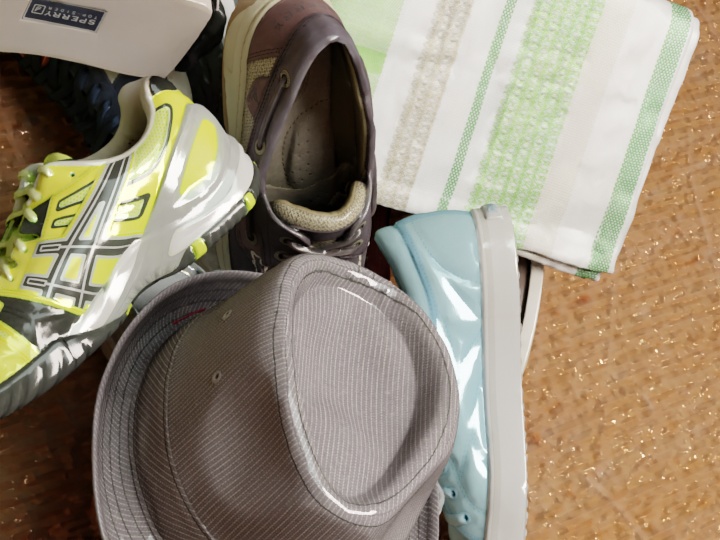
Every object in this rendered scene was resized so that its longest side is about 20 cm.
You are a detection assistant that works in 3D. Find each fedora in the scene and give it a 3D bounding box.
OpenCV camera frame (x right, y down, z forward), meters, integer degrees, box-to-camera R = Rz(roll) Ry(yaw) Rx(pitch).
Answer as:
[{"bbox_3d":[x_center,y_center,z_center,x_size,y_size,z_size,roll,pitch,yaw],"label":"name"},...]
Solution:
[{"bbox_3d":[-0.020,0.070,1.011,0.177,0.090,0.200,31,44,-17],"label":"fedora"}]

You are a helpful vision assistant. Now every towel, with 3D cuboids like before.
[{"bbox_3d":[0.061,-0.092,1.180,0.199,0.031,0.150,18,94,-22],"label":"towel"}]

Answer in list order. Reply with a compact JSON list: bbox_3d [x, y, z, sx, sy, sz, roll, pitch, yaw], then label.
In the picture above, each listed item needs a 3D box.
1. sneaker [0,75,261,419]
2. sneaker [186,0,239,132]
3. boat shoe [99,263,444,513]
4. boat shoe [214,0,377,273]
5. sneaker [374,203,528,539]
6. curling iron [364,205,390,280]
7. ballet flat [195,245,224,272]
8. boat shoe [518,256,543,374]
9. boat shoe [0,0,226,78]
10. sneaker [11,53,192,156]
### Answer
[{"bbox_3d":[-0.135,-0.005,1.034,0.200,0.075,0.077,-45,110,-25],"label":"sneaker"},{"bbox_3d":[-0.070,-0.146,1.195,0.084,0.075,0.201,7,49,-33],"label":"sneaker"},{"bbox_3d":[-0.046,0.055,1.110,0.202,0.065,0.074,47,42,-5],"label":"boat shoe"},{"bbox_3d":[-0.026,-0.036,1.107,0.072,0.201,0.065,-12,32,-20],"label":"boat shoe"},{"bbox_3d":[0.038,0.069,1.163,0.082,0.074,0.201,-2,88,-2],"label":"sneaker"},{"bbox_3d":[0.000,0.000,1.211,0.050,0.025,0.201,68,25,-53],"label":"curling iron"},{"bbox_3d":[-0.045,-0.079,1.201,0.072,0.072,0.200,33,47,-20],"label":"ballet flat"},{"bbox_3d":[0.065,-0.020,1.258,0.059,0.072,0.201,12,60,-10],"label":"boat shoe"},{"bbox_3d":[-0.160,-0.151,1.066,0.199,0.075,0.093,14,44,-33],"label":"boat shoe"},{"bbox_3d":[-0.139,-0.105,1.137,0.084,0.075,0.201,3,54,-31],"label":"sneaker"}]
